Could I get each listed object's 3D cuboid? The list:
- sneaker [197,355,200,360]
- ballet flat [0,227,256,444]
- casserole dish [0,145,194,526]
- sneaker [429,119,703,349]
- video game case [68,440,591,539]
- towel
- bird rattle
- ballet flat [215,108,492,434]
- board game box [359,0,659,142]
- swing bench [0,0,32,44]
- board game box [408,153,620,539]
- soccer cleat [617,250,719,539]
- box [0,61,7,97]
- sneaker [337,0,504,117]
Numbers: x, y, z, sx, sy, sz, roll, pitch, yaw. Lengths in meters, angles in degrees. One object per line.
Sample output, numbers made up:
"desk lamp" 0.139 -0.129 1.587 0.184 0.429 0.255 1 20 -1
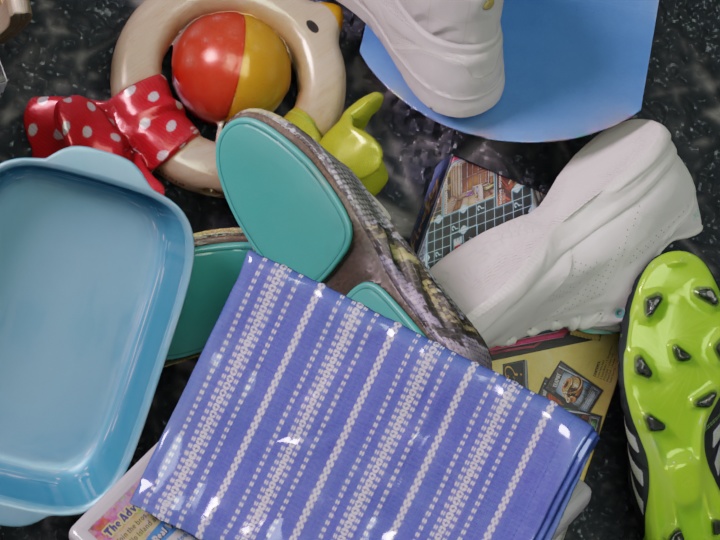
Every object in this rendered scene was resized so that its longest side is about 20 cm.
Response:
"sneaker" -0.066 0.125 1.348 0.080 0.070 0.200 -17 80 6
"ballet flat" -0.129 0.025 1.336 0.200 0.071 0.071 -28 90 -4
"casserole dish" -0.160 0.031 1.276 0.121 0.039 0.200 15 101 -16
"sneaker" 0.107 0.010 1.373 0.200 0.075 0.089 -37 118 -9
"video game case" -0.014 0.125 1.280 0.182 0.024 0.200 40 70 16
"towel" 0.001 0.097 1.234 0.200 0.024 0.145 27 94 11
"bird rattle" -0.081 -0.085 1.377 0.200 0.113 0.163 7 69 0
"ballet flat" 0.000 0.000 1.290 0.072 0.072 0.200 -33 79 -15
"board game box" 0.087 -0.147 1.422 0.158 0.039 0.200 10 60 5
"swing bench" -0.290 -0.202 1.309 0.200 0.130 0.199 -10 84 -20
"board game box" 0.075 0.053 1.408 0.135 0.035 0.200 23 78 -10
"soccer cleat" 0.170 0.086 1.389 0.067 0.081 0.200 -7 99 -11
"box" -0.285 -0.068 1.283 0.200 0.137 0.038 -20 86 -15
"sneaker" 0.016 -0.188 1.351 0.074 0.116 0.200 -30 61 -21
